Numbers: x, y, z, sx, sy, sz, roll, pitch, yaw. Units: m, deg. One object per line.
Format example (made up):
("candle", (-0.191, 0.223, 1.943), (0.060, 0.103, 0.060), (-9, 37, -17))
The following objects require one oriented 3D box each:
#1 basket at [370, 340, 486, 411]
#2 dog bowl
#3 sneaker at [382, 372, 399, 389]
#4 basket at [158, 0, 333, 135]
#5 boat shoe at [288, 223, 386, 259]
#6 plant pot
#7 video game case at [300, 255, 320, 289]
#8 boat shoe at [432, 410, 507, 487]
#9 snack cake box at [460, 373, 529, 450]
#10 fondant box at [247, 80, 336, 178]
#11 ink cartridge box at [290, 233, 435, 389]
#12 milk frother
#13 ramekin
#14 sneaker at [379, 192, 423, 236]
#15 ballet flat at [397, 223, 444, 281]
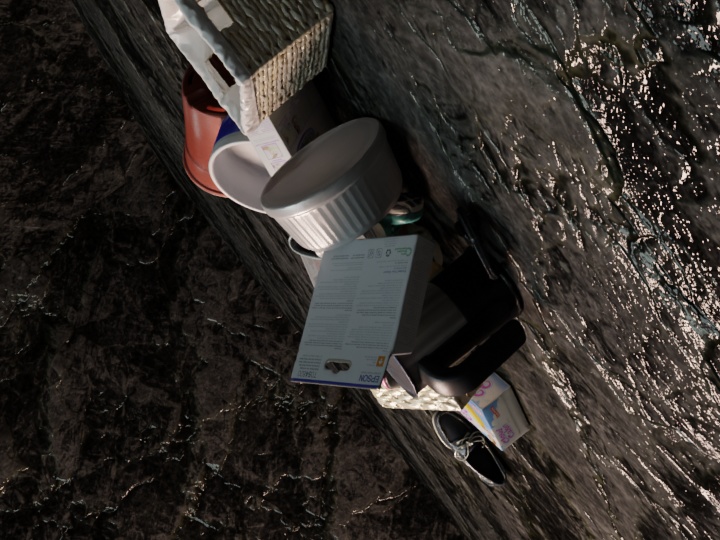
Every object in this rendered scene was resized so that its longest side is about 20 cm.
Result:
("basket", (0.098, 0.136, 1.655), (0.199, 0.124, 0.136), (-7, 124, 47))
("dog bowl", (-0.146, -0.180, 1.725), (0.197, 0.080, 0.201), (9, 149, 6))
("sneaker", (0.025, 0.073, 1.541), (0.095, 0.078, 0.203), (32, 133, 53))
("basket", (-0.150, -0.323, 1.372), (0.199, 0.160, 0.200), (52, 168, 7))
("boat shoe", (-0.037, -0.039, 1.504), (0.200, 0.071, 0.071), (6, 121, 56))
("plant pot", (-0.230, -0.268, 1.847), (0.201, 0.200, 0.196), (48, 160, 24))
("video game case", (-0.047, -0.046, 1.808), (0.182, 0.023, 0.202), (-41, 68, 49))
("boat shoe", (0.225, 0.363, 2.134), (0.201, 0.075, 0.062), (53, 171, -2))
("snack cake box", (0.194, 0.205, 1.796), (0.200, 0.067, 0.116), (40, 162, 51))
("fondant box", (-0.099, -0.206, 1.564), (0.058, 0.145, 0.201), (-10, 126, 31))
("ink cartridge box", (0.001, 0.057, 1.347), (0.040, 0.203, 0.198), (25, 164, -35))
("milk frother", (0.101, 0.041, 1.358), (0.201, 0.187, 0.180), (57, 168, -21))
("ramekin", (-0.032, -0.113, 1.428), (0.095, 0.202, 0.202), (54, 170, -25))
("sneaker", (0.036, -0.065, 1.509), (0.199, 0.077, 0.081), (-14, 91, 64))
("ballet flat", (0.087, -0.027, 1.530), (0.069, 0.063, 0.201), (46, -166, -29))
